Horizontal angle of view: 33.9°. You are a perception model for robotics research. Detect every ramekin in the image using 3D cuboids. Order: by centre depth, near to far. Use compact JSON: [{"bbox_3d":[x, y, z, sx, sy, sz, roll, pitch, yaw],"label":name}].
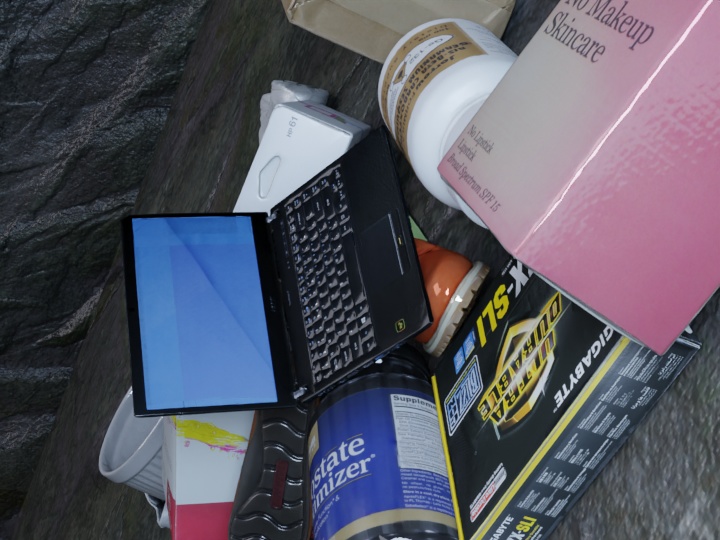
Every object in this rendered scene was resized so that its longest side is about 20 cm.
[{"bbox_3d":[-0.217,0.182,1.425,0.200,0.105,0.201,-45,23,25],"label":"ramekin"}]

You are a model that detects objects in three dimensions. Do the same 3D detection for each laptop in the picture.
[{"bbox_3d":[-0.067,-0.003,0.850,0.199,0.103,0.178,-34,52,30],"label":"laptop"}]

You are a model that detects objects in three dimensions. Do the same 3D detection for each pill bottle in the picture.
[{"bbox_3d":[0.019,0.144,0.825,0.201,0.111,0.112,-98,32,-51],"label":"pill bottle"},{"bbox_3d":[0.085,-0.107,0.866,0.200,0.114,0.115,-113,44,-63],"label":"pill bottle"}]

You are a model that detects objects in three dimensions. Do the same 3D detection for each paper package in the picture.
[{"bbox_3d":[0.023,-0.260,1.063,0.104,0.189,0.200,-62,22,21],"label":"paper package"}]

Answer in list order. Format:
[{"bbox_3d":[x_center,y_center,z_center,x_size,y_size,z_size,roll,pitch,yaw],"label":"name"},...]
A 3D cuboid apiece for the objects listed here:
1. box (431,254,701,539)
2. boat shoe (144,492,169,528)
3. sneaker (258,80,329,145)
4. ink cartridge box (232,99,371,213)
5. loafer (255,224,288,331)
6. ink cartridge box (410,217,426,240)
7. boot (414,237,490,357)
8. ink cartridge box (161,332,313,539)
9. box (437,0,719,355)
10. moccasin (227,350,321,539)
[{"bbox_3d":[0.116,0.057,0.733,0.160,0.049,0.201,-94,28,-52],"label":"box"},{"bbox_3d":[-0.243,0.286,1.521,0.200,0.068,0.073,-128,58,-68],"label":"boat shoe"},{"bbox_3d":[-0.091,-0.186,1.531,0.200,0.077,0.100,165,115,-79],"label":"sneaker"},{"bbox_3d":[-0.060,-0.094,1.218,0.200,0.084,0.146,-52,-16,-79],"label":"ink cartridge box"},{"bbox_3d":[-0.080,0.015,0.949,0.201,0.073,0.071,-63,-2,-14],"label":"loafer"},{"bbox_3d":[0.000,0.000,1.122,0.200,0.048,0.146,-113,45,-67],"label":"ink cartridge box"},{"bbox_3d":[0.029,0.005,0.885,0.075,0.107,0.200,-58,10,-4],"label":"boot"},{"bbox_3d":[-0.105,0.123,1.075,0.145,0.143,0.202,-126,37,-68],"label":"ink cartridge box"},{"bbox_3d":[0.150,-0.083,0.590,0.201,0.109,0.128,-54,25,11],"label":"box"},{"bbox_3d":[-0.067,0.163,0.965,0.078,0.073,0.203,-54,-31,-74],"label":"moccasin"}]
